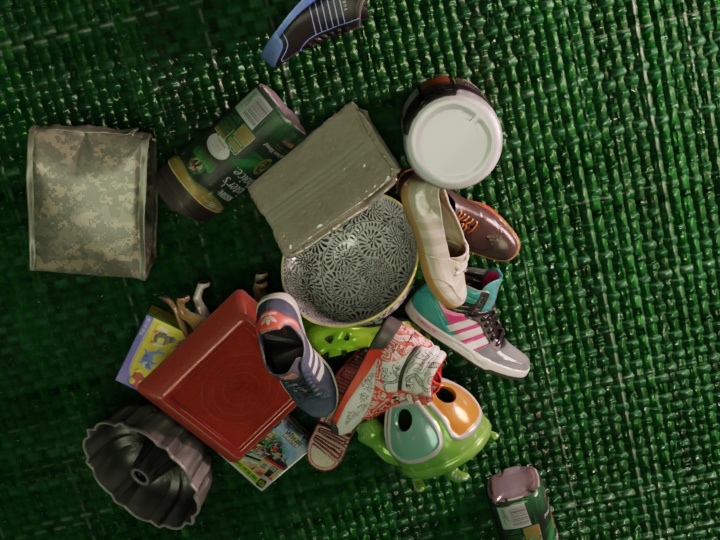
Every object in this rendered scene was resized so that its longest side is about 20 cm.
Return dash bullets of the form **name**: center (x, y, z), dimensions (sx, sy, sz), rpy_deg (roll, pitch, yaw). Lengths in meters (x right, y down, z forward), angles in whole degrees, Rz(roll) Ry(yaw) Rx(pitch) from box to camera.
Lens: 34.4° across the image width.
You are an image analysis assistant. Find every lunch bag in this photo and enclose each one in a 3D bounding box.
- **lunch bag**: center (-0.358, -0.101, 1.564), dimensions (0.163, 0.118, 0.201), rpy_deg (4, 112, -1)

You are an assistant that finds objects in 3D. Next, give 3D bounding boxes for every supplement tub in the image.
- **supplement tub**: center (0.113, -0.182, 1.490), dimensions (0.122, 0.200, 0.123), rpy_deg (0, 107, 1)

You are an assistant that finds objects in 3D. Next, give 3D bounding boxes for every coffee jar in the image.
- **coffee jar**: center (-0.174, -0.150, 1.536), dimensions (0.200, 0.104, 0.085), rpy_deg (-39, 77, 8)
- **coffee jar**: center (0.250, 0.398, 1.719), dimensions (0.085, 0.104, 0.201), rpy_deg (-15, 107, 8)

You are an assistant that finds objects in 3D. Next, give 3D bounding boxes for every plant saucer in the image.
- **plant saucer**: center (-0.167, 0.156, 1.592), dimensions (0.200, 0.037, 0.200), rpy_deg (-43, 121, 5)

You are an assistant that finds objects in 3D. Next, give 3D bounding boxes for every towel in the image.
- **towel**: center (-0.050, -0.123, 1.570), dimensions (0.200, 0.034, 0.133), rpy_deg (-34, 71, 11)

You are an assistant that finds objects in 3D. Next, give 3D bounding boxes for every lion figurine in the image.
- **lion figurine**: center (-0.176, 0.074, 1.629), dimensions (0.199, 0.073, 0.123), rpy_deg (-6, 112, -6)

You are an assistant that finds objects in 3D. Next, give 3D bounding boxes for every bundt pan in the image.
- **bundt pan**: center (-0.296, 0.272, 1.669), dimensions (0.201, 0.076, 0.202), rpy_deg (17, 131, 20)

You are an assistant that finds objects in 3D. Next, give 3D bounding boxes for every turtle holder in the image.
- **turtle holder**: center (0.093, 0.221, 1.661), dimensions (0.141, 0.185, 0.132), rpy_deg (-38, 106, -22)

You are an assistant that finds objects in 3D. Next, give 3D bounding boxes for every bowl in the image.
- **bowl**: center (0.000, 0.000, 1.586), dimensions (0.200, 0.201, 0.094), rpy_deg (-28, 149, 9)

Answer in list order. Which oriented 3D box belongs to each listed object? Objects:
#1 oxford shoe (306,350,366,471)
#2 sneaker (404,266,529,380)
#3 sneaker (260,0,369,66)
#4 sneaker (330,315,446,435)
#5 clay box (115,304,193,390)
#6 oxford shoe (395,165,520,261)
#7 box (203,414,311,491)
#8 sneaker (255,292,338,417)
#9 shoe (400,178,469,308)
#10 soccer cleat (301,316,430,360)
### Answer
- **oxford shoe**: center (-0.021, 0.191, 1.680), dimensions (0.070, 0.075, 0.200), rpy_deg (31, 85, 0)
- **sneaker**: center (0.175, 0.060, 1.629), dimensions (0.200, 0.084, 0.121), rpy_deg (31, 115, -7)
- **sneaker**: center (-0.042, -0.329, 1.514), dimensions (0.078, 0.070, 0.200), rpy_deg (44, 102, -5)
- **sneaker**: center (0.040, 0.167, 1.571), dimensions (0.108, 0.067, 0.202), rpy_deg (30, 117, 7)
- **clay box**: center (-0.237, 0.146, 1.675), dimensions (0.199, 0.048, 0.115), rpy_deg (26, 106, -7)
- **oxford shoe**: center (0.133, -0.067, 1.591), dimensions (0.200, 0.073, 0.071), rpy_deg (30, 105, -9)
- **box**: center (-0.166, 0.219, 1.664), dimensions (0.110, 0.035, 0.200), rpy_deg (-40, 121, 3)
- **sneaker**: center (-0.088, 0.130, 1.528), dimensions (0.075, 0.085, 0.200), rpy_deg (-20, 118, 14)
- **shoe**: center (0.108, -0.032, 1.513), dimensions (0.053, 0.070, 0.200), rpy_deg (-5, 126, 27)
- **soccer cleat**: center (0.007, 0.083, 1.633), dimensions (0.199, 0.081, 0.068), rpy_deg (1, 120, -30)
